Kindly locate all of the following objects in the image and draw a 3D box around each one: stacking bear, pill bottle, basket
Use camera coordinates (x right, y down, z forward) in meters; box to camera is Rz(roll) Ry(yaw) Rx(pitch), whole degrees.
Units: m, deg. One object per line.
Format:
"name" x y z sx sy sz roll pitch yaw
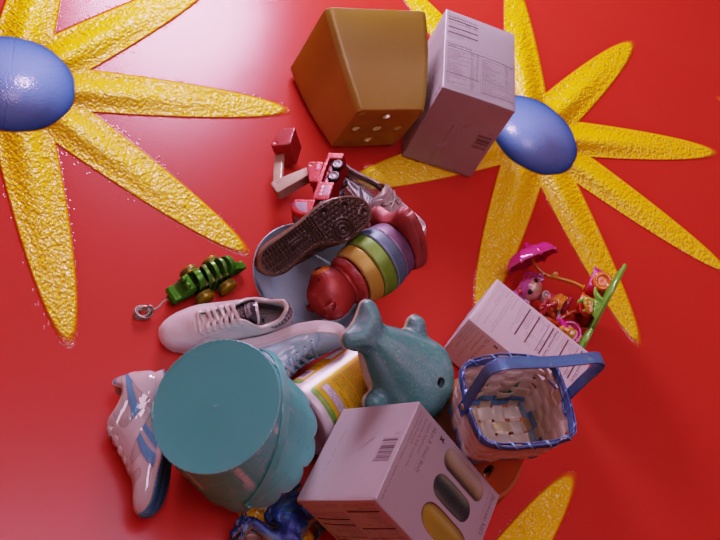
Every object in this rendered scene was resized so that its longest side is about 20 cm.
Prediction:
"stacking bear" 0.000 0.000 1.476 0.199 0.121 0.115 -37 112 -26
"pill bottle" -0.015 0.170 1.401 0.199 0.111 0.111 -33 75 -36
"basket" 0.207 0.169 1.262 0.174 0.201 0.141 1 58 -23

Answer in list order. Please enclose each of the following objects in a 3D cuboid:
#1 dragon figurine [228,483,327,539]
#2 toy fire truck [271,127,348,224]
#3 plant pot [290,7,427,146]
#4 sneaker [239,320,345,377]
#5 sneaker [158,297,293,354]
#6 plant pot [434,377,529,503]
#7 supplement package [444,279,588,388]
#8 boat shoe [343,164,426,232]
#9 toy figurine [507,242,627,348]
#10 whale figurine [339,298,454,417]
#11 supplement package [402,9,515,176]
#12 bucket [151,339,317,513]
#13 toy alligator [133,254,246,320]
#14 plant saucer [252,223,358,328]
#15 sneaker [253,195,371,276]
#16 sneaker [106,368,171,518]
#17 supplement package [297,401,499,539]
"dragon figurine" -0.093 0.330 1.296 0.099 0.059 0.199 45 54 9
"toy fire truck" -0.095 -0.148 1.575 0.139 0.049 0.202 4 52 17
"plant pot" 0.012 -0.331 1.700 0.197 0.200 0.179 -5 71 -26
"sneaker" -0.111 0.135 1.383 0.197 0.074 0.083 -16 59 3
"sneaker" -0.196 0.071 1.392 0.197 0.081 0.078 -10 74 -10
"plant pot" 0.169 0.240 1.418 0.197 0.140 0.202 11 54 -16
"supplement package" 0.251 0.135 1.537 0.199 0.114 0.110 38 51 5
"boat shoe" 0.031 -0.116 1.635 0.198 0.070 0.071 29 51 -3
"toy figurine" 0.334 0.037 1.654 0.182 0.150 0.202 28 75 13
"whale figurine" 0.057 0.128 1.320 0.201 0.103 0.160 51 60 -33
"supplement package" 0.180 -0.323 1.758 0.145 0.192 0.202 16 54 -13
"bucket" -0.164 0.197 1.244 0.204 0.135 0.210 -6 62 12
"toy alligator" -0.250 0.019 1.436 0.199 0.054 0.060 -26 71 -34
"plant saucer" -0.080 0.018 1.520 0.198 0.039 0.203 12 55 -17
"sneaker" -0.078 -0.057 1.465 0.198 0.075 0.071 -28 98 -17
"sneaker" -0.295 0.231 1.274 0.079 0.077 0.202 -3 58 -5
"supplement package" 0.053 0.301 1.269 0.200 0.149 0.153 50 50 -25
